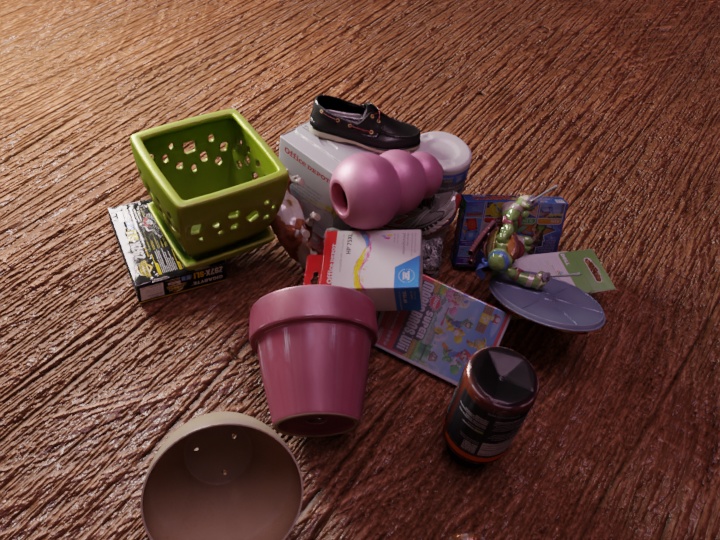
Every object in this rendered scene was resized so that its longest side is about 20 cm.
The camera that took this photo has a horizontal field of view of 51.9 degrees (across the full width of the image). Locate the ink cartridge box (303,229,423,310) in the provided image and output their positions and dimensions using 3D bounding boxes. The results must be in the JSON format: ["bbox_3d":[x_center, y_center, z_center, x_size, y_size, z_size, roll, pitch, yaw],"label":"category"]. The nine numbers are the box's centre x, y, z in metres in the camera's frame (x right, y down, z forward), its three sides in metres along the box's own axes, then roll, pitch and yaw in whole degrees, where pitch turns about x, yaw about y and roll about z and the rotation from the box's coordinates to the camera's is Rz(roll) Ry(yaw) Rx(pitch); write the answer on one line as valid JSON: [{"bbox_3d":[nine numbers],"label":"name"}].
[{"bbox_3d":[0.000,0.000,1.190,0.198,0.067,0.117,-1,54,8],"label":"ink cartridge box"}]

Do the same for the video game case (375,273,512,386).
[{"bbox_3d":[0.129,0.096,1.218,0.199,0.144,0.017,25,3,12],"label":"video game case"}]

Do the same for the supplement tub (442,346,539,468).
[{"bbox_3d":[0.179,0.206,1.065,0.106,0.201,0.108,6,48,-6],"label":"supplement tub"}]

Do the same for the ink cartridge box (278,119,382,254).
[{"bbox_3d":[-0.057,-0.161,1.360,0.145,0.201,0.144,37,52,23],"label":"ink cartridge box"}]

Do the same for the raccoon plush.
[{"bbox_3d":[0.047,-0.026,1.270,0.199,0.134,0.098,15,66,-29],"label":"raccoon plush"}]

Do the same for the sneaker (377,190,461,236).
[{"bbox_3d":[0.086,-0.106,1.303,0.199,0.082,0.078,-12,34,35],"label":"sneaker"}]

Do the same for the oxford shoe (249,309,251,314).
[{"bbox_3d":[-0.095,0.052,1.249,0.199,0.072,0.071,-20,50,-24],"label":"oxford shoe"}]

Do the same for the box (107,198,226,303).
[{"bbox_3d":[-0.342,-0.048,1.308,0.158,0.050,0.201,-17,53,-21],"label":"box"}]

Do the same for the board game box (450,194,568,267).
[{"bbox_3d":[0.277,-0.072,1.383,0.198,0.137,0.035,1,28,-10],"label":"board game box"}]

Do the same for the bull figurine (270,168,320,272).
[{"bbox_3d":[-0.121,-0.090,1.297,0.065,0.121,0.201,-30,89,-30],"label":"bull figurine"}]

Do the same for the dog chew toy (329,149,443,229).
[{"bbox_3d":[0.050,-0.143,1.217,0.199,0.125,0.125,-20,54,-25],"label":"dog chew toy"}]

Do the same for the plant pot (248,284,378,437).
[{"bbox_3d":[-0.068,0.143,1.099,0.198,0.200,0.181,1,63,-9],"label":"plant pot"}]

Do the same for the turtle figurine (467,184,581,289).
[{"bbox_3d":[0.289,-0.051,1.247,0.144,0.200,0.194,48,22,-7],"label":"turtle figurine"}]

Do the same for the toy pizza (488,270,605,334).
[{"bbox_3d":[0.308,0.056,1.234,0.198,0.032,0.201,11,24,-5],"label":"toy pizza"}]

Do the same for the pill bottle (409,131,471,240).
[{"bbox_3d":[0.133,-0.147,1.382,0.113,0.201,0.114,4,46,-5],"label":"pill bottle"}]

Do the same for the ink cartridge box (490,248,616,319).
[{"bbox_3d":[0.353,0.024,1.362,0.198,0.060,0.104,-6,49,-16],"label":"ink cartridge box"}]

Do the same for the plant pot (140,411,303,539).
[{"bbox_3d":[-0.184,0.268,0.973,0.198,0.202,0.134,-4,13,-14],"label":"plant pot"}]

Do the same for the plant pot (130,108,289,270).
[{"bbox_3d":[-0.253,-0.127,1.240,0.198,0.182,0.200,-22,56,-27],"label":"plant pot"}]

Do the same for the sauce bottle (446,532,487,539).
[{"bbox_3d":[0.134,0.440,0.937,0.065,0.066,0.201,11,48,0],"label":"sauce bottle"}]

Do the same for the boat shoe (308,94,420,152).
[{"bbox_3d":[0.011,-0.254,1.285,0.199,0.063,0.074,12,41,-3],"label":"boat shoe"}]
